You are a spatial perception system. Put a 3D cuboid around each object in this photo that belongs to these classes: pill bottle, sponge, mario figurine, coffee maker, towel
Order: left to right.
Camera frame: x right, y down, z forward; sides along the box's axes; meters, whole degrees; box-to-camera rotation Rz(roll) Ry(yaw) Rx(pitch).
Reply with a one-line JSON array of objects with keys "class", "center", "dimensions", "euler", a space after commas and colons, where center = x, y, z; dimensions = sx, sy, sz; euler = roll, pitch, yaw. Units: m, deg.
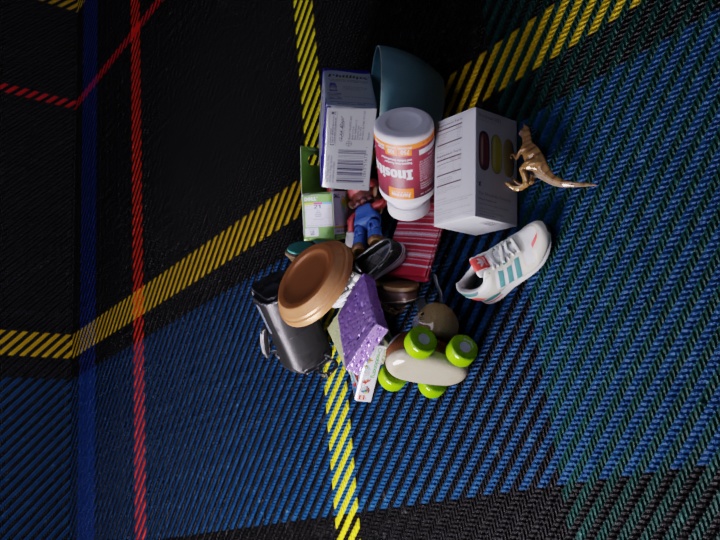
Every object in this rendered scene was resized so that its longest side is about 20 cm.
[{"class": "coffee maker", "center": [-0.140, 0.115, 1.801], "dimensions": [0.192, 0.135, 0.201], "euler": [6, 128, 38]}, {"class": "sponge", "center": [0.000, 0.097, 1.531], "dimensions": [0.112, 0.030, 0.200], "euler": [-59, 19, 21]}, {"class": "towel", "center": [0.001, 0.141, 1.751], "dimensions": [0.149, 0.036, 0.200], "euler": [-58, 42, 26]}, {"class": "mario figurine", "center": [0.029, -0.110, 1.720], "dimensions": [0.106, 0.123, 0.201], "euler": [91, 179, -52]}, {"class": "pill bottle", "center": [0.088, -0.198, 1.546], "dimensions": [0.113, 0.113, 0.201], "euler": [50, 157, 44]}, {"class": "towel", "center": [0.118, -0.077, 1.626], "dimensions": [0.144, 0.022, 0.201], "euler": [6, 75, 54]}]

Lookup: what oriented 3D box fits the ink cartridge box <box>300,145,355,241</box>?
[{"class": "ink cartridge box", "center": [-0.067, -0.168, 1.753], "dimensions": [0.075, 0.148, 0.201], "euler": [-1, 95, 20]}]

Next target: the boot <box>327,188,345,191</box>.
[{"class": "boot", "center": [-0.044, -0.204, 1.852], "dimensions": [0.200, 0.072, 0.145], "euler": [-58, 45, 37]}]

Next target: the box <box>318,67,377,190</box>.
[{"class": "box", "center": [-0.030, -0.294, 1.670], "dimensions": [0.200, 0.104, 0.185], "euler": [-96, 10, -56]}]

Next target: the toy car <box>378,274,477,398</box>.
[{"class": "toy car", "center": [0.124, 0.111, 1.522], "dimensions": [0.164, 0.157, 0.201], "euler": [121, 156, -51]}]

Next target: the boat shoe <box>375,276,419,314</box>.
[{"class": "boat shoe", "center": [0.070, 0.053, 1.635], "dimensions": [0.200, 0.070, 0.071], "euler": [-169, 73, -74]}]

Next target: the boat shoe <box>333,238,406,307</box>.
[{"class": "boat shoe", "center": [0.000, 0.000, 1.628], "dimensions": [0.200, 0.057, 0.069], "euler": [-37, 54, 15]}]

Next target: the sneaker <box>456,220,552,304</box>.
[{"class": "sneaker", "center": [0.247, -0.013, 1.417], "dimensions": [0.200, 0.093, 0.071], "euler": [-48, 49, 36]}]

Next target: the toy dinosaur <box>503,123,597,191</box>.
[{"class": "toy dinosaur", "center": [0.305, -0.178, 1.402], "dimensions": [0.106, 0.060, 0.200], "euler": [-53, 46, 30]}]

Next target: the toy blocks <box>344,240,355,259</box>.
[{"class": "toy blocks", "center": [-0.037, -0.001, 1.766], "dimensions": [0.137, 0.100, 0.200], "euler": [-54, 21, -6]}]

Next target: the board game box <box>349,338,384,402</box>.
[{"class": "board game box", "center": [0.007, 0.150, 1.602], "dimensions": [0.200, 0.034, 0.127], "euler": [-104, 24, -63]}]

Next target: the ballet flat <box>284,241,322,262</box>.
[{"class": "ballet flat", "center": [-0.110, -0.038, 1.823], "dimensions": [0.068, 0.200, 0.073], "euler": [23, 117, 15]}]

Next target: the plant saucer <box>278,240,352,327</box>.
[{"class": "plant saucer", "center": [-0.100, 0.019, 1.646], "dimensions": [0.200, 0.037, 0.201], "euler": [-32, 38, 29]}]

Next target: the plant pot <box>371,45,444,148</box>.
[{"class": "plant pot", "center": [0.094, -0.344, 1.623], "dimensions": [0.200, 0.134, 0.201], "euler": [-179, 90, -84]}]

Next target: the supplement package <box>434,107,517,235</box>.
[{"class": "supplement package", "center": [0.210, -0.178, 1.480], "dimensions": [0.109, 0.113, 0.201], "euler": [-11, 74, 52]}]
